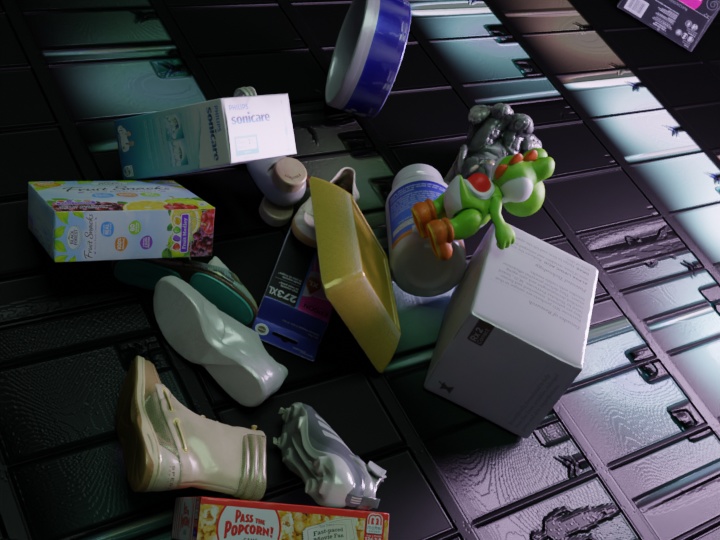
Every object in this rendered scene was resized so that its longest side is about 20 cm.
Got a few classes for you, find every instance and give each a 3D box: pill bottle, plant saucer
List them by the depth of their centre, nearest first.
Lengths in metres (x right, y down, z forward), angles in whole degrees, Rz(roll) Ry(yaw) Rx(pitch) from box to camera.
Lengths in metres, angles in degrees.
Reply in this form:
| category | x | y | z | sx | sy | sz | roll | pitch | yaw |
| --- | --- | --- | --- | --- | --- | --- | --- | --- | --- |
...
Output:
| category | x | y | z | sx | sy | sz | roll | pitch | yaw |
| --- | --- | --- | --- | --- | --- | --- | --- | --- | --- |
| plant saucer | 0.000 | 0.000 | 1.334 | 0.048 | 0.201 | 0.203 | -19 | 48 | 11 |
| pill bottle | 0.092 | -0.066 | 1.483 | 0.110 | 0.113 | 0.202 | 14 | 38 | -13 |

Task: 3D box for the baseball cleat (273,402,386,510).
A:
| category | x | y | z | sx | sy | sz | roll | pitch | yaw |
| --- | --- | --- | --- | --- | --- | --- | --- | --- | --- |
| baseball cleat | -0.033 | 0.220 | 1.166 | 0.105 | 0.071 | 0.200 | 22 | 13 | -24 |

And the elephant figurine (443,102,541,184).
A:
| category | x | y | z | sx | sy | sz | roll | pitch | yaw |
| --- | --- | --- | --- | --- | --- | --- | --- | --- | --- |
| elephant figurine | 0.193 | -0.156 | 1.623 | 0.139 | 0.156 | 0.202 | 11 | 63 | 34 |

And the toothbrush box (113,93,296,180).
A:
| category | x | y | z | sx | sy | sz | roll | pitch | yaw |
| --- | --- | --- | --- | --- | --- | --- | --- | --- | --- |
| toothbrush box | -0.207 | -0.179 | 1.363 | 0.146 | 0.197 | 0.087 | -19 | 101 | -56 |

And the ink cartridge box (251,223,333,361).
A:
| category | x | y | z | sx | sy | sz | roll | pitch | yaw |
| --- | --- | --- | --- | --- | --- | --- | --- | --- | --- |
| ink cartridge box | -0.078 | 0.025 | 1.380 | 0.093 | 0.037 | 0.202 | 22 | 46 | -5 |

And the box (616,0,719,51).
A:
| category | x | y | z | sx | sy | sz | roll | pitch | yaw |
| --- | --- | --- | --- | --- | --- | --- | --- | --- | --- |
| box | 0.698 | -0.611 | 2.281 | 0.198 | 0.133 | 0.115 | 33 | 40 | 5 |

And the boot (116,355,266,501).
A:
| category | x | y | z | sx | sy | sz | roll | pitch | yaw |
| --- | --- | --- | --- | --- | --- | --- | --- | --- | --- |
| boot | -0.189 | 0.178 | 1.146 | 0.153 | 0.074 | 0.201 | 13 | 23 | -26 |

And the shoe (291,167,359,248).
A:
| category | x | y | z | sx | sy | sz | roll | pitch | yaw |
| --- | --- | --- | --- | --- | --- | --- | --- | --- | --- |
| shoe | -0.047 | -0.093 | 1.458 | 0.069 | 0.054 | 0.201 | 25 | 29 | 3 |

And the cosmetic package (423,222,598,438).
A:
| category | x | y | z | sx | sy | sz | roll | pitch | yaw |
| --- | --- | --- | --- | --- | --- | --- | --- | --- | --- |
| cosmetic package | 0.204 | 0.077 | 1.374 | 0.163 | 0.166 | 0.202 | 25 | 44 | -2 |

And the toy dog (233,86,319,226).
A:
| category | x | y | z | sx | sy | sz | roll | pitch | yaw |
| --- | --- | --- | --- | --- | --- | --- | --- | --- | --- |
| toy dog | -0.126 | -0.168 | 1.475 | 0.095 | 0.131 | 0.203 | -20 | 86 | -38 |

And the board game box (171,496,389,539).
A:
| category | x | y | z | sx | sy | sz | roll | pitch | yaw |
| --- | --- | --- | --- | --- | --- | --- | --- | --- | --- |
| board game box | -0.087 | 0.268 | 1.063 | 0.196 | 0.151 | 0.047 | 10 | 75 | -19 |

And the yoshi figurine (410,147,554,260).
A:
| category | x | y | z | sx | sy | sz | roll | pitch | yaw |
| --- | --- | --- | --- | --- | --- | --- | --- | --- | --- |
| yoshi figurine | 0.173 | -0.085 | 1.355 | 0.198 | 0.112 | 0.114 | -29 | 90 | -5 |

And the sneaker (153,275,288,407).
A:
| category | x | y | z | sx | sy | sz | roll | pitch | yaw |
| --- | --- | --- | --- | --- | --- | --- | --- | --- | --- |
| sneaker | -0.173 | 0.081 | 1.266 | 0.200 | 0.076 | 0.088 | 45 | 33 | 9 |

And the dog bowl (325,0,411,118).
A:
| category | x | y | z | sx | sy | sz | roll | pitch | yaw |
| --- | --- | --- | --- | --- | --- | --- | --- | --- | --- |
| dog bowl | 0.011 | -0.355 | 1.654 | 0.077 | 0.201 | 0.203 | 16 | 44 | -14 |

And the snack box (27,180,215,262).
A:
| category | x | y | z | sx | sy | sz | roll | pitch | yaw |
| --- | --- | --- | --- | --- | --- | --- | --- | --- | --- |
| snack box | -0.303 | -0.066 | 1.275 | 0.196 | 0.069 | 0.168 | -2 | 17 | -28 |

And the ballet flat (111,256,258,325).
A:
| category | x | y | z | sx | sy | sz | roll | pitch | yaw |
| --- | --- | --- | --- | --- | --- | --- | --- | --- | --- |
| ballet flat | -0.220 | 0.007 | 1.308 | 0.196 | 0.070 | 0.072 | 19 | 35 | -5 |
